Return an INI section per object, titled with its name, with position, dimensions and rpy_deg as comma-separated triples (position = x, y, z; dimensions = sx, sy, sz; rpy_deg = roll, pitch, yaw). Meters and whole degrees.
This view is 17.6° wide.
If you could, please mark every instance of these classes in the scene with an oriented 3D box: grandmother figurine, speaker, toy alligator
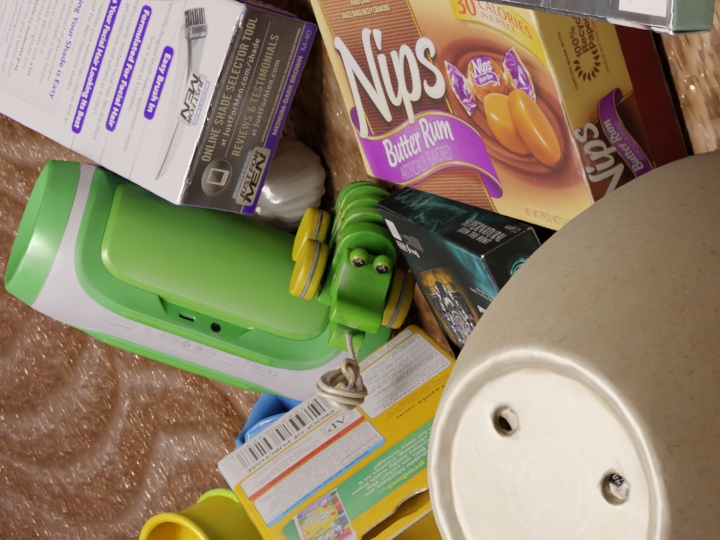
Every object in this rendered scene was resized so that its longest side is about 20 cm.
[grandmother figurine]
position = -0.051, -0.003, 1.348
dimensions = 0.121, 0.061, 0.200
rpy_deg = 22, 143, 10
[speaker]
position = -0.084, 0.008, 1.247
dimensions = 0.088, 0.199, 0.089
rpy_deg = -161, 90, -76
[toy alligator]
position = 0.000, 0.000, 1.169
dimensions = 0.200, 0.059, 0.054
rpy_deg = -90, 20, -65

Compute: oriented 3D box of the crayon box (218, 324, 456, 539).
[crayon box]
position = 0.014, 0.102, 1.093
dimensions = 0.052, 0.126, 0.200
rpy_deg = 56, 175, -18

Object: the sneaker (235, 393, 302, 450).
[sneaker]
position = -0.038, 0.146, 1.324
dimensions = 0.105, 0.075, 0.200
rpy_deg = 54, -162, -38

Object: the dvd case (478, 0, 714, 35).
[dvd case]
position = 0.067, -0.168, 0.851
dimensions = 0.200, 0.022, 0.147
rpy_deg = 21, 112, 60

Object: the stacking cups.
[stacking cups]
position = -0.032, 0.120, 1.253
dimensions = 0.060, 0.200, 0.061
rpy_deg = 17, 119, 34

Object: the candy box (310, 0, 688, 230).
[candy box]
position = 0.054, -0.089, 1.002
dimensions = 0.200, 0.056, 0.117
rpy_deg = 20, 134, 58

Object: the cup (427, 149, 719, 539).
[cup]
position = 0.107, 0.065, 0.835
dimensions = 0.200, 0.143, 0.201
rpy_deg = 10, 106, 39

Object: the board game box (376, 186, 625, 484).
[board game box]
position = 0.069, 0.032, 1.077
dimensions = 0.136, 0.028, 0.200
rpy_deg = 63, 173, -13

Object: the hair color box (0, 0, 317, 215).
[hair color box]
position = -0.125, -0.115, 1.253
dimensions = 0.200, 0.065, 0.110
rpy_deg = 28, 103, 40
